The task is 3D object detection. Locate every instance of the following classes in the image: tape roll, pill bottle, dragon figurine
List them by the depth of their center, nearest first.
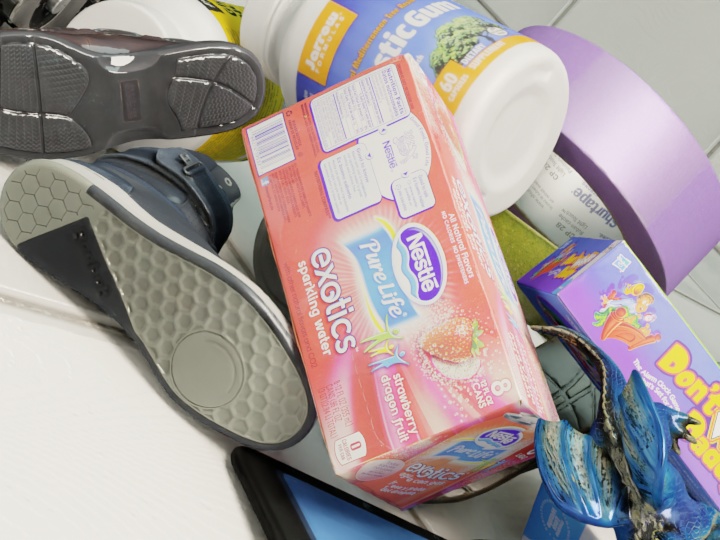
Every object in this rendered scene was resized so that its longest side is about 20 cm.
[{"bbox_3d":[0.117,0.086,0.677,0.099,0.059,0.201,33,33,-52],"label":"dragon figurine"},{"bbox_3d":[0.020,-0.123,0.944,0.199,0.113,0.112,32,9,31],"label":"pill bottle"},{"bbox_3d":[-0.120,-0.130,1.025,0.112,0.113,0.200,45,16,11],"label":"pill bottle"},{"bbox_3d":[0.153,-0.069,1.037,0.200,0.066,0.200,45,-13,13],"label":"tape roll"}]

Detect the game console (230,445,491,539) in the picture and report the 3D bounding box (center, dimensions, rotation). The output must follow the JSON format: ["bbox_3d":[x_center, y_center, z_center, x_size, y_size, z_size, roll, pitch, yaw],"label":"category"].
[{"bbox_3d":[0.058,0.143,0.747,0.199,0.175,0.117,30,48,-36],"label":"game console"}]

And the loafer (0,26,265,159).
[{"bbox_3d":[-0.156,-0.106,0.872,0.198,0.073,0.063,-3,20,-21],"label":"loafer"}]

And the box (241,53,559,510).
[{"bbox_3d":[0.022,0.006,0.782,0.095,0.102,0.201,41,28,-61],"label":"box"}]

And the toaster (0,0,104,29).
[{"bbox_3d":[-0.234,-0.243,0.968,0.200,0.119,0.181,44,-2,1],"label":"toaster"}]

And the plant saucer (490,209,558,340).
[{"bbox_3d":[0.115,0.007,1.039,0.200,0.048,0.199,41,3,38],"label":"plant saucer"}]

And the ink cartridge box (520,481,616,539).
[{"bbox_3d":[0.171,0.203,0.826,0.067,0.117,0.200,-21,54,-26],"label":"ink cartridge box"}]

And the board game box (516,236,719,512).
[{"bbox_3d":[0.171,0.075,0.823,0.200,0.045,0.134,52,-1,-4],"label":"board game box"}]

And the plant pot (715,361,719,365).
[{"bbox_3d":[0.205,0.148,0.987,0.133,0.202,0.201,12,21,-7],"label":"plant pot"}]

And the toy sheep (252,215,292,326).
[{"bbox_3d":[0.000,0.000,0.945,0.138,0.138,0.200,50,7,28],"label":"toy sheep"}]

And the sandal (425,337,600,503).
[{"bbox_3d":[0.077,0.090,0.918,0.199,0.055,0.082,-20,71,-31],"label":"sandal"}]

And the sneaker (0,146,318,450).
[{"bbox_3d":[-0.081,0.005,0.826,0.202,0.077,0.146,42,18,9],"label":"sneaker"}]
